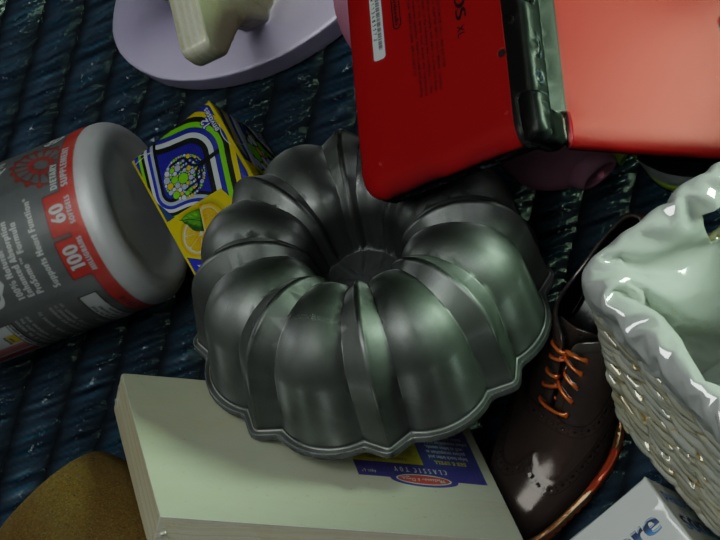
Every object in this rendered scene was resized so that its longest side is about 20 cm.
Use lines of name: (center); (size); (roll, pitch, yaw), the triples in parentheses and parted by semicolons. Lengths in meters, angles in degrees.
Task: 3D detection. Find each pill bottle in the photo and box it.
pill bottle: (-0.216, -0.005, 1.413); (0.200, 0.116, 0.116); (-21, 68, 20)

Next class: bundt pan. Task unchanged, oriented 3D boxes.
bundt pan: (0.000, 0.000, 1.235); (0.202, 0.076, 0.202); (-8, 49, 9)

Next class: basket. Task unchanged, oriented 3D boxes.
basket: (0.235, 0.045, 1.066); (0.198, 0.161, 0.200); (-35, 62, -13)

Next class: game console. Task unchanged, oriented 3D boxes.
game console: (0.093, -0.137, 1.228); (0.172, 0.119, 0.200); (-21, 63, 36)

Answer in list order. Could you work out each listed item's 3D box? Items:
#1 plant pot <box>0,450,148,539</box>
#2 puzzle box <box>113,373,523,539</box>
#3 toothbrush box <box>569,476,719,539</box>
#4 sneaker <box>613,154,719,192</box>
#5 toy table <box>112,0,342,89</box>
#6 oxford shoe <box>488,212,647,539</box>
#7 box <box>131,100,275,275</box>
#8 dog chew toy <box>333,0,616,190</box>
plant pot: (-0.099, 0.195, 1.215); (0.200, 0.186, 0.186); (43, 97, 14)
puzzle box: (-0.024, 0.109, 1.228); (0.133, 0.200, 0.025); (-114, 36, -57)
toothbrush box: (0.190, 0.212, 1.134); (0.086, 0.146, 0.200); (-41, 63, 11)
sneaker: (0.229, -0.103, 1.239); (0.200, 0.083, 0.072); (-34, 64, 14)
toy table: (-0.087, -0.196, 1.403); (0.200, 0.117, 0.184); (-33, 64, 16)
oxford shoe: (0.113, 0.057, 1.257); (0.071, 0.073, 0.200); (25, 87, 30)
box: (-0.054, 0.001, 1.357); (0.064, 0.070, 0.200); (-38, 63, 12)
dog chew toy: (0.073, -0.126, 1.306); (0.125, 0.125, 0.200); (-41, 70, 11)
